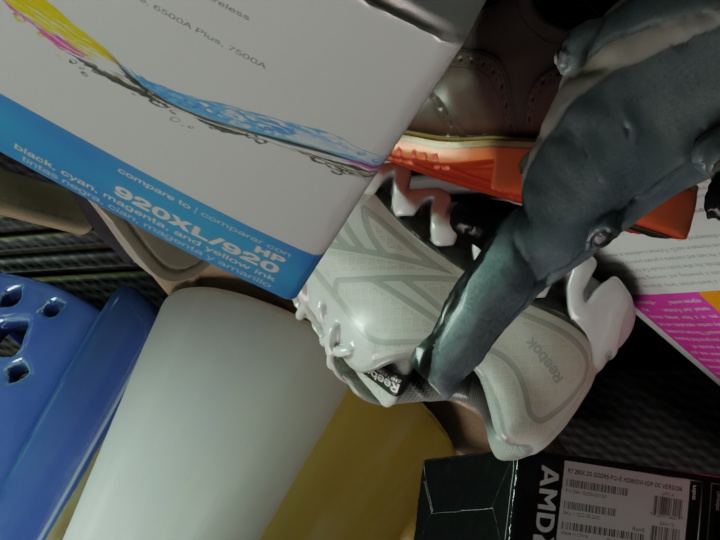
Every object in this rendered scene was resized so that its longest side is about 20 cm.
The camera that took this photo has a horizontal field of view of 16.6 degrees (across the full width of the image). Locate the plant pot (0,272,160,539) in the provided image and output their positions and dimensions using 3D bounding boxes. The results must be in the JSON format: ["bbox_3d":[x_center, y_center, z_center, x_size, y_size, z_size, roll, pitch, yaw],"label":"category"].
[{"bbox_3d":[-0.133,0.127,1.227,0.179,0.201,0.200,-5,139,49],"label":"plant pot"}]

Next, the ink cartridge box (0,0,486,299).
[{"bbox_3d":[-0.030,-0.113,0.705,0.144,0.148,0.200,28,157,-3],"label":"ink cartridge box"}]

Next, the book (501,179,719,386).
[{"bbox_3d":[0.157,0.015,0.896,0.200,0.048,0.133,39,157,-24],"label":"book"}]

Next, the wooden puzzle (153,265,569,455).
[{"bbox_3d":[0.000,0.026,1.084,0.199,0.046,0.186,14,153,37],"label":"wooden puzzle"}]

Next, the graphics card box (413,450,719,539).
[{"bbox_3d":[0.132,0.110,0.997,0.198,0.051,0.125,8,172,-14],"label":"graphics card box"}]

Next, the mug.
[{"bbox_3d":[-0.044,0.115,1.064,0.185,0.154,0.150,14,153,35],"label":"mug"}]

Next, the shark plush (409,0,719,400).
[{"bbox_3d":[0.088,-0.046,0.693,0.083,0.199,0.091,48,168,50],"label":"shark plush"}]

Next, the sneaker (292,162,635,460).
[{"bbox_3d":[0.000,0.000,0.922,0.199,0.081,0.075,26,166,12],"label":"sneaker"}]

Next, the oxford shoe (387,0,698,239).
[{"bbox_3d":[0.055,-0.061,0.840,0.071,0.073,0.200,15,-178,-33],"label":"oxford shoe"}]

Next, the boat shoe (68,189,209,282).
[{"bbox_3d":[-0.112,-0.075,0.960,0.063,0.073,0.201,31,158,41],"label":"boat shoe"}]

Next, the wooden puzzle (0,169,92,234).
[{"bbox_3d":[-0.230,-0.043,0.999,0.198,0.038,0.185,2,175,19],"label":"wooden puzzle"}]
